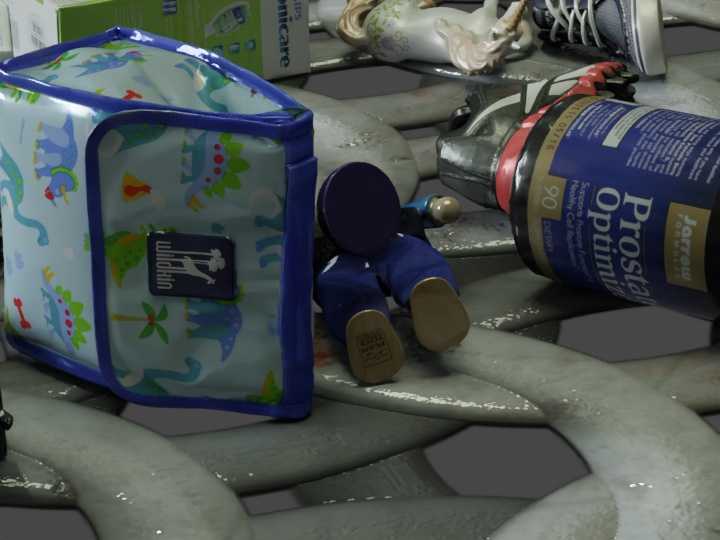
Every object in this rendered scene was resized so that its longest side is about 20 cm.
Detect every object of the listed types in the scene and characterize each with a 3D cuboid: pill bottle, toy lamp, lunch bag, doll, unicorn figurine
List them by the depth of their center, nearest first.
[{"bbox_3d":[-0.101,-0.024,1.393,0.199,0.171,0.127,18,29,38],"label":"lunch bag"},{"bbox_3d":[0.193,-0.030,1.461,0.199,0.112,0.112,14,27,36],"label":"pill bottle"},{"bbox_3d":[-0.056,-0.024,1.475,0.058,0.058,0.200,-18,3,-35],"label":"toy lamp"},{"bbox_3d":[0.000,0.000,1.484,0.136,0.049,0.200,-26,22,-1],"label":"doll"},{"bbox_3d":[0.072,-0.181,1.920,0.199,0.074,0.137,-7,23,30],"label":"unicorn figurine"}]

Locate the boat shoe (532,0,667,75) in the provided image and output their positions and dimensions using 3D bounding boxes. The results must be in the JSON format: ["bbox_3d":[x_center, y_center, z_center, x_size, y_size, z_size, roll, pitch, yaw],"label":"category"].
[{"bbox_3d":[0.174,-0.183,1.914,0.092,0.075,0.200,-7,14,4],"label":"boat shoe"}]

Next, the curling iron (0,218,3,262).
[{"bbox_3d":[-0.266,0.010,1.518,0.049,0.026,0.200,9,24,32],"label":"curling iron"}]

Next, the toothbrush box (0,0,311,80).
[{"bbox_3d":[-0.156,-0.186,1.919,0.199,0.086,0.146,-11,24,-25],"label":"toothbrush box"}]

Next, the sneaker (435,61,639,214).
[{"bbox_3d":[0.112,-0.092,1.674,0.098,0.071,0.200,12,27,25],"label":"sneaker"}]

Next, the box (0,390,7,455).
[{"bbox_3d":[-0.300,0.066,1.359,0.199,0.044,0.160,-10,23,-19],"label":"box"}]

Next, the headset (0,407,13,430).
[{"bbox_3d":[-0.254,0.104,1.242,0.123,0.094,0.200,28,53,35],"label":"headset"}]

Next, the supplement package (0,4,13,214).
[{"bbox_3d":[-0.318,-0.096,1.669,0.199,0.114,0.110,-6,21,-7],"label":"supplement package"}]
